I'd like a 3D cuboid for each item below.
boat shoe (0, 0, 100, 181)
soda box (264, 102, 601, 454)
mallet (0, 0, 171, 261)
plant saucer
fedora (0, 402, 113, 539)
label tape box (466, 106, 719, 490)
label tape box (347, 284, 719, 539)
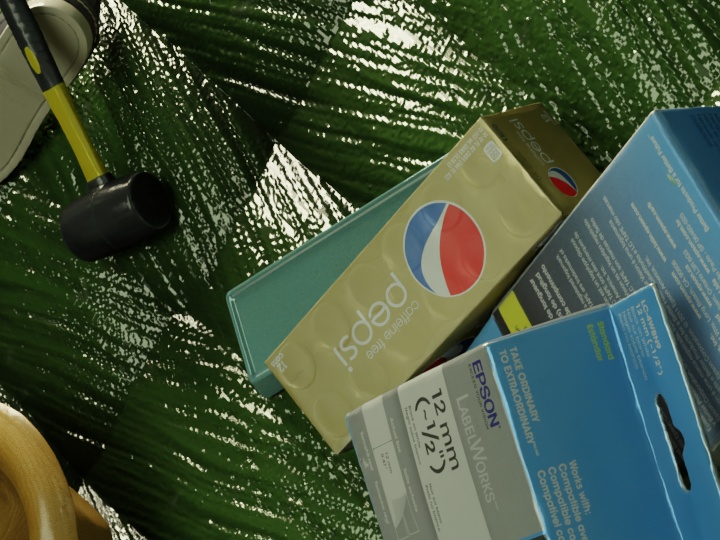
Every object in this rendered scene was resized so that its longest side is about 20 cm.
[{"bbox_3d":[-0.225,-0.115,1.627,0.200,0.073,0.063,-40,18,37],"label":"boat shoe"},{"bbox_3d":[0.039,0.006,1.349,0.068,0.064,0.200,51,122,14],"label":"soda box"},{"bbox_3d":[-0.187,-0.099,1.548,0.066,0.041,0.201,-32,89,35],"label":"mallet"},{"bbox_3d":[0.000,0.000,1.433,0.199,0.019,0.070,-31,67,34],"label":"plant saucer"},{"bbox_3d":[-0.212,0.171,1.559,0.200,0.081,0.202,-4,84,46],"label":"fedora"},{"bbox_3d":[0.146,0.038,1.265,0.144,0.066,0.200,61,138,27],"label":"label tape box"},{"bbox_3d":[0.084,0.106,1.235,0.200,0.066,0.144,-32,73,57],"label":"label tape box"}]
